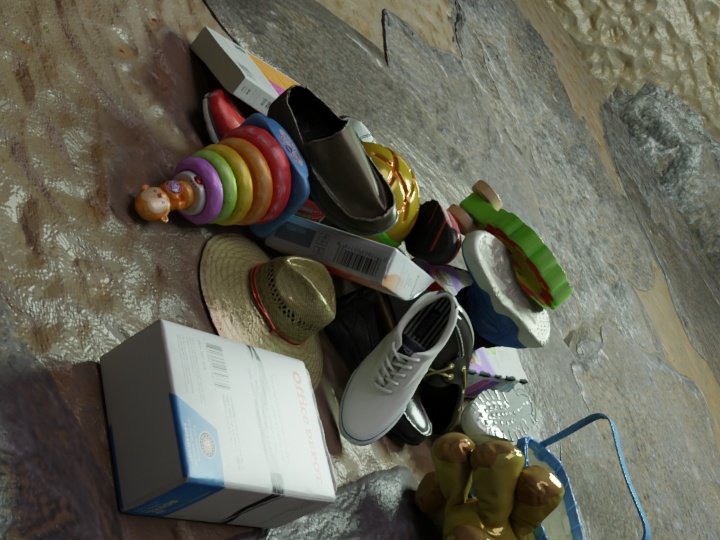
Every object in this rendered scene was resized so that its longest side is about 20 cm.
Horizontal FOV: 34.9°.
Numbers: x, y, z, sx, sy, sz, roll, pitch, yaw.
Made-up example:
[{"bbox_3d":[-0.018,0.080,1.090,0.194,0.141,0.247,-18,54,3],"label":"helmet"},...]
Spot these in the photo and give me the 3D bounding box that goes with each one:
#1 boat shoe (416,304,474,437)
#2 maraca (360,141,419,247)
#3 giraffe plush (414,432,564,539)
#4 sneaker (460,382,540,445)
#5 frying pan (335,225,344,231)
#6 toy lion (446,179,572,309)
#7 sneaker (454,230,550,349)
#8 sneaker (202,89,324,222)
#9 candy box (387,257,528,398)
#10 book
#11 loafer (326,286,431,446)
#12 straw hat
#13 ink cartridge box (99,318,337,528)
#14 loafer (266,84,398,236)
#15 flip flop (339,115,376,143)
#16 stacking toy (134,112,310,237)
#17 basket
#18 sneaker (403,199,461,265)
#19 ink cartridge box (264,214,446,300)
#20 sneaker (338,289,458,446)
[{"bbox_3d":[0.099,0.120,1.380,0.061,0.071,0.202,-77,166,-44],"label":"boat shoe"},{"bbox_3d":[0.009,-0.098,1.377,0.200,0.106,0.138,33,35,-65],"label":"maraca"},{"bbox_3d":[0.119,0.304,1.260,0.162,0.171,0.201,-47,140,-53],"label":"giraffe plush"},{"bbox_3d":[0.169,0.201,1.485,0.200,0.080,0.077,5,56,-63],"label":"sneaker"},{"bbox_3d":[-0.020,-0.070,1.475,0.190,0.031,0.115,47,17,-2],"label":"frying pan"},{"bbox_3d":[0.203,-0.013,1.482,0.192,0.069,0.200,45,-10,36],"label":"toy lion"},{"bbox_3d":[0.147,0.032,1.431,0.200,0.111,0.077,48,46,-39],"label":"sneaker"},{"bbox_3d":[-0.104,-0.137,1.336,0.200,0.085,0.077,51,26,-20],"label":"sneaker"},{"bbox_3d":[0.131,0.083,1.558,0.200,0.071,0.169,16,50,-55],"label":"candy box"},{"bbox_3d":[-0.104,-0.211,1.402,0.200,0.048,0.134,30,15,-44],"label":"book"},{"bbox_3d":[0.034,0.113,1.348,0.201,0.072,0.073,58,25,-6],"label":"loafer"},{"bbox_3d":[-0.073,0.029,1.225,0.201,0.085,0.202,42,32,-34],"label":"straw hat"},{"bbox_3d":[-0.123,0.143,1.018,0.200,0.084,0.145,23,45,-51],"label":"ink cartridge box"},{"bbox_3d":[-0.032,-0.122,1.246,0.075,0.070,0.200,-37,77,-21],"label":"loafer"},{"bbox_3d":[0.003,-0.125,1.544,0.200,0.057,0.081,52,56,-36],"label":"flip flop"},{"bbox_3d":[-0.158,-0.087,1.196,0.199,0.110,0.116,-21,74,-50],"label":"stacking toy"},{"bbox_3d":[0.241,0.287,1.396,0.139,0.199,0.177,43,27,-46],"label":"basket"},{"bbox_3d":[0.099,-0.047,1.464,0.086,0.074,0.200,27,7,-22],"label":"sneaker"},{"bbox_3d":[0.000,0.000,1.338,0.050,0.161,0.200,-66,153,-9],"label":"ink cartridge box"},{"bbox_3d":[0.040,0.100,1.262,0.073,0.201,0.071,31,-14,8],"label":"sneaker"}]
